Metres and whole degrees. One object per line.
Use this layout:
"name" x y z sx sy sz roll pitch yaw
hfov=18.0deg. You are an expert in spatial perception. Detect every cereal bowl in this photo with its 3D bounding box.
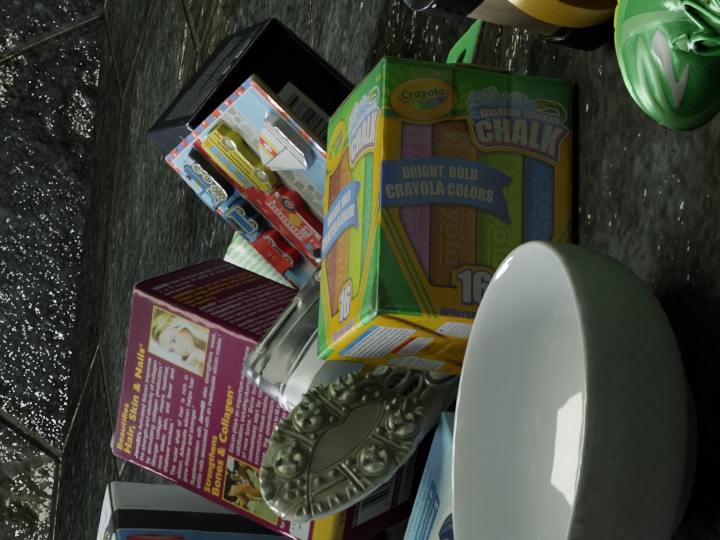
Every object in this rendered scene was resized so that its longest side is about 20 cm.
"cereal bowl" 0.113 0.088 1.133 0.200 0.083 0.202 -174 90 -76

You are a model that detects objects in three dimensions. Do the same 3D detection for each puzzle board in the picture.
"puzzle board" -0.035 -0.031 1.537 0.017 0.200 0.151 -50 8 -31

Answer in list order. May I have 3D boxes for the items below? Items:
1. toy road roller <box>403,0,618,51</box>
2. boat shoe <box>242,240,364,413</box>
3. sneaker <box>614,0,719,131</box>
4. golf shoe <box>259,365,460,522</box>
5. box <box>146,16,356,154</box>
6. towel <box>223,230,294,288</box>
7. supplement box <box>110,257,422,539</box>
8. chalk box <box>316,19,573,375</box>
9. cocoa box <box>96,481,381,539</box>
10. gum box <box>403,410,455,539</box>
"toy road roller" 0.105 -0.226 1.234 0.146 0.122 0.202 -36 50 53
"boat shoe" 0.000 0.000 1.448 0.201 0.068 0.072 -54 -25 -6
"sneaker" 0.169 -0.132 1.024 0.201 0.073 0.084 112 163 -46
"golf shoe" 0.013 0.099 1.415 0.200 0.078 0.098 -43 -24 -30
"box" -0.063 -0.098 1.702 0.105 0.148 0.200 -51 13 -7
"towel" -0.017 -0.010 1.589 0.023 0.152 0.200 -52 -3 -31
"supplement box" -0.060 0.090 1.556 0.199 0.103 0.132 23 114 30
"chalk box" 0.050 -0.050 1.349 0.124 0.123 0.202 134 139 -67
"cocoa box" -0.088 0.245 1.611 0.132 0.198 0.134 -107 27 -55
"gum box" 0.065 0.211 1.345 0.201 0.044 0.171 -107 27 -55
